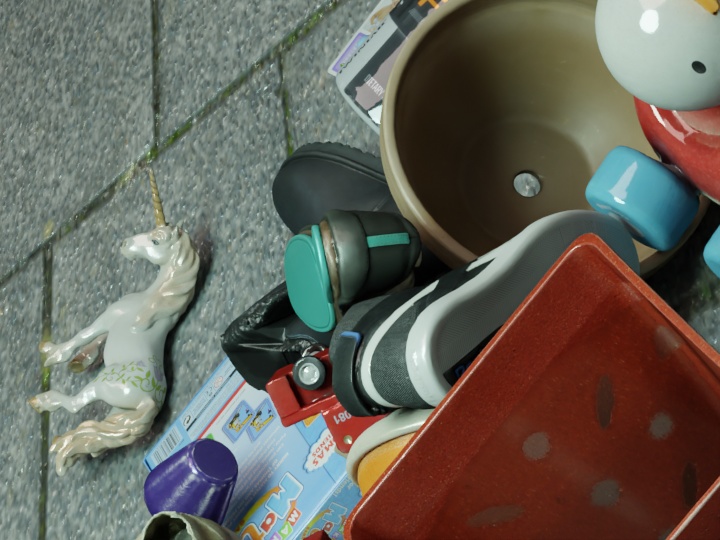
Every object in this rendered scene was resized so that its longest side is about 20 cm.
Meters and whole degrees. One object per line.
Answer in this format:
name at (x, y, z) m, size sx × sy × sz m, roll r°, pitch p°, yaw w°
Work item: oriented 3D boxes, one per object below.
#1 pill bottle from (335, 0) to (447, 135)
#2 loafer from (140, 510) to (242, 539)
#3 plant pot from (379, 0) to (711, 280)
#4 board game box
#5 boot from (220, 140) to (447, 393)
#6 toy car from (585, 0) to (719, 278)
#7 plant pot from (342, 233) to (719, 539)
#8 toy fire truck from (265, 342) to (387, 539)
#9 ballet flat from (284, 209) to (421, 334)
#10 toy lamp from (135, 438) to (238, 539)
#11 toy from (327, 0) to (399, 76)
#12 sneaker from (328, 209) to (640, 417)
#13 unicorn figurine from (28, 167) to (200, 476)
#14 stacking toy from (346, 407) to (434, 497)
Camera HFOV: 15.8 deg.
pill bottle at (0.084, -0.164, 1.683) m, size 0.200 × 0.106 × 0.106 m, roll -48°, pitch 33°, yaw 11°
loafer at (-0.102, 0.221, 1.513) m, size 0.076 × 0.068 × 0.201 m, roll -37°, pitch 36°, yaw 19°
plant pot at (0.107, -0.066, 1.534) m, size 0.093 × 0.200 × 0.202 m, roll 107°, pitch -177°, yaw -68°
board game box at (-0.057, 0.120, 1.670) m, size 0.151 × 0.037 × 0.200 m, roll -51°, pitch 32°, yaw 7°
boot at (-0.035, -0.001, 1.671) m, size 0.168 × 0.077 × 0.200 m, roll -43°, pitch 32°, yaw -25°
toy car at (0.196, -0.113, 1.373) m, size 0.177 × 0.200 × 0.185 m, roll 31°, pitch 84°, yaw 39°
plant pot at (0.144, 0.139, 1.262) m, size 0.200 × 0.176 × 0.200 m, roll -50°, pitch 33°, yaw 6°
toy fire truck at (0.014, 0.103, 1.533) m, size 0.199 × 0.142 × 0.049 m, roll -25°, pitch 6°, yaw 9°
ballet flat at (0.000, 0.000, 1.487) m, size 0.200 × 0.068 × 0.068 m, roll 159°, pitch 99°, yaw -82°
toy lamp at (-0.136, 0.178, 1.650) m, size 0.200 × 0.058 × 0.058 m, roll -51°, pitch 28°, yaw 38°
toy at (0.050, -0.217, 1.830) m, size 0.201 × 0.047 × 0.115 m, roll -57°, pitch 34°, yaw -2°
sneaker at (0.057, 0.021, 1.413) m, size 0.111 × 0.074 × 0.200 m, roll -9°, pitch 12°, yaw 43°
unicorn figurine at (-0.172, 0.051, 1.865) m, size 0.137 × 0.074 × 0.201 m, roll -26°, pitch 56°, yaw 23°
stacking toy at (0.069, 0.178, 1.397) m, size 0.146 × 0.146 × 0.201 m, roll -24°, pitch 59°, yaw 39°
